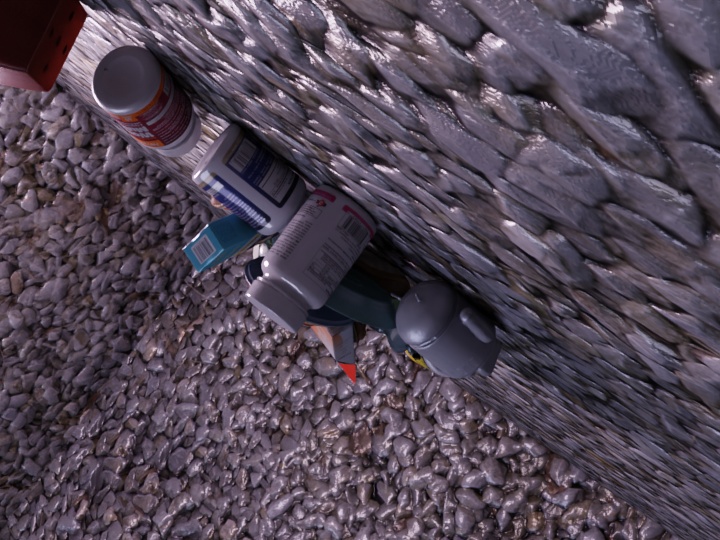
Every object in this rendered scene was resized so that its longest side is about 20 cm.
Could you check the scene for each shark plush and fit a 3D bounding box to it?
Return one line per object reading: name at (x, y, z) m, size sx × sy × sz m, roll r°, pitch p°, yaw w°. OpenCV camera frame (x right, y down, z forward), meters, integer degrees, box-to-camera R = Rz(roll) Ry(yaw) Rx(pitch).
shark plush at (0.095, 0.118, 1.611) m, size 0.199 × 0.090 × 0.084 m, roll 1°, pitch 109°, yaw 62°

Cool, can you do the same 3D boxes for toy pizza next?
toy pizza at (-0.099, 0.040, 1.473) m, size 0.198 × 0.032 × 0.201 m, roll 23°, pitch -159°, yaw -9°

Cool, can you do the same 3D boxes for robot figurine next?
robot figurine at (0.135, 0.092, 1.430) m, size 0.200 × 0.114 × 0.169 m, roll 38°, pitch 147°, yaw -25°

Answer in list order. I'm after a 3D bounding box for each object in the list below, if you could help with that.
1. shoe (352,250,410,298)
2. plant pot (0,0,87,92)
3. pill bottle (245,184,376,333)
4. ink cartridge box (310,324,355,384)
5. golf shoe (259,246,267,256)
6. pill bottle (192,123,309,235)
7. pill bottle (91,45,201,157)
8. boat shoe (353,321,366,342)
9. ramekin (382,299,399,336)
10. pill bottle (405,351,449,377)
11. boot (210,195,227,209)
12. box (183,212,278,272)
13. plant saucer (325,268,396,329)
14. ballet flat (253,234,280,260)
shoe at (0.000, 0.000, 1.612) m, size 0.199 × 0.070 × 0.054 m, roll 19°, pitch -142°, yaw -34°
plant pot at (-0.509, -0.367, 1.296) m, size 0.175 × 0.201 × 0.200 m, roll 25°, pitch 175°, yaw -4°
pill bottle at (-0.075, -0.016, 1.342) m, size 0.113 × 0.201 × 0.113 m, roll 35°, pitch 169°, yaw 8°
ink cartridge box at (-0.072, 0.106, 1.616) m, size 0.162 × 0.050 × 0.201 m, roll 50°, pitch 156°, yaw 31°
golf shoe at (-0.105, -0.049, 1.714) m, size 0.198 × 0.073 × 0.092 m, roll -2°, pitch 157°, yaw 18°
pill bottle at (-0.156, -0.126, 1.427) m, size 0.199 × 0.111 × 0.111 m, roll 39°, pitch 174°, yaw -18°
pill bottle at (-0.325, -0.256, 1.412) m, size 0.109 × 0.110 × 0.200 m, roll 34°, pitch 174°, yaw 19°
boat shoe at (-0.004, 0.060, 1.641) m, size 0.200 × 0.067 × 0.073 m, roll -108°, pitch 8°, yaw -62°
ramekin at (0.020, 0.046, 1.846) m, size 0.199 × 0.098 × 0.200 m, roll 36°, pitch 175°, yaw 4°
pill bottle at (0.142, 0.130, 1.708) m, size 0.112 × 0.113 × 0.200 m, roll 37°, pitch 175°, yaw -13°
boot at (-0.190, -0.130, 1.649) m, size 0.199 × 0.076 × 0.107 m, roll 3°, pitch 159°, yaw 47°
box at (-0.194, -0.065, 1.497) m, size 0.049 × 0.082 × 0.199 m, roll 56°, pitch -141°, yaw 3°
plant saucer at (-0.020, 0.028, 1.471) m, size 0.198 × 0.036 × 0.200 m, roll 27°, pitch -167°, yaw -6°
ballet flat at (-0.163, -0.011, 1.674) m, size 0.074 × 0.074 × 0.202 m, roll 32°, pitch 142°, yaw 39°
